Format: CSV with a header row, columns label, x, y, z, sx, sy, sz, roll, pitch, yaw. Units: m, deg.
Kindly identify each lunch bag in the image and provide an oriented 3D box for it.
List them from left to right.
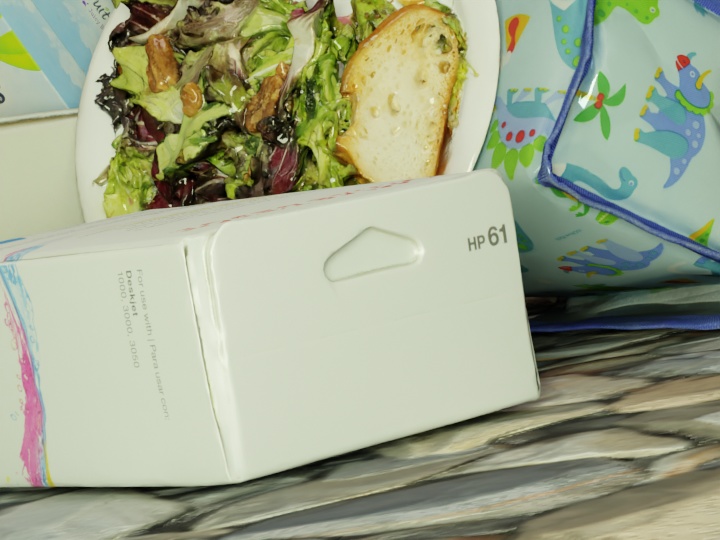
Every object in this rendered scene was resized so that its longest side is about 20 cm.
label,x,y,z,sx,sy,sz,roll,pitch,yaw
lunch bag,0.110,-0.037,1.219,0.199,0.128,0.170,23,-14,-31

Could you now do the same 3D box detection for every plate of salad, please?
label,x,y,z,sx,sy,sz,roll,pitch,yaw
plate of salad,-0.037,-0.072,1.178,0.199,0.201,0.048,-7,-20,31

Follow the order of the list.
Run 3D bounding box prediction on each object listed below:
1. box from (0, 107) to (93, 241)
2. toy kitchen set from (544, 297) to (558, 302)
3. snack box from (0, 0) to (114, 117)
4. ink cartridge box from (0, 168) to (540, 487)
label,x,y,z,sx,sy,sz,roll,pitch,yaw
box,-0.202,0.006,1.283,0.199,0.128,0.109,-5,5,39
toy kitchen set,0.000,0.000,1.435,0.163,0.180,0.200,-58,-5,-29
snack box,-0.186,-0.082,1.357,0.199,0.169,0.068,-6,41,39
ink cartridge box,-0.058,0.022,1.034,0.144,0.085,0.200,-13,4,-40
